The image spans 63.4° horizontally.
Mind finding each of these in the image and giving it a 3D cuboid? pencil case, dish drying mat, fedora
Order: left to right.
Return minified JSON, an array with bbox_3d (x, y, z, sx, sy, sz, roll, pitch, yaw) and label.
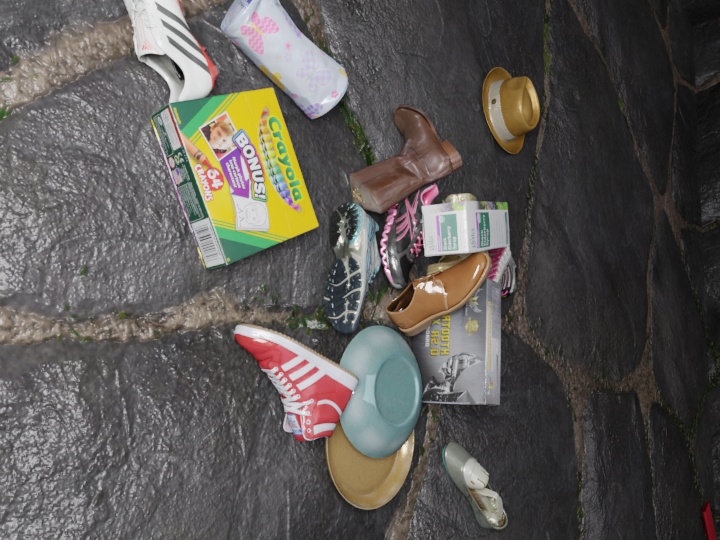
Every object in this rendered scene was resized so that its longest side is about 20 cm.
[{"bbox_3d":[-0.106,-0.315,0.844,0.199,0.083,0.092,41,78,-35],"label":"pencil case"},{"bbox_3d":[0.356,-0.375,1.336,0.198,0.081,0.205,11,75,-45],"label":"fedora"},{"bbox_3d":[1.261,0.945,2.101,0.076,0.018,0.204,-20,97,-47],"label":"dish drying mat"}]

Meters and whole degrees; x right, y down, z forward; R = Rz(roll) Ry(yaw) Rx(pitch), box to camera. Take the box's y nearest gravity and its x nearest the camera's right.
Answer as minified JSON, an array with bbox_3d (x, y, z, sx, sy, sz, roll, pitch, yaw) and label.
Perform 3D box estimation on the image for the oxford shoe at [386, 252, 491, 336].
[{"bbox_3d":[0.126,0.031,0.958,0.071,0.199,0.072,41,21,-28],"label":"oxford shoe"}]

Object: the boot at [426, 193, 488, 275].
[{"bbox_3d":[0.178,-0.065,1.105,0.198,0.072,0.159,-12,92,-48],"label":"boot"}]

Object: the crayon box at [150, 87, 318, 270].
[{"bbox_3d":[-0.159,-0.126,0.774,0.171,0.058,0.204,-28,103,-45],"label":"crayon box"}]

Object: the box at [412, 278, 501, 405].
[{"bbox_3d":[0.161,0.125,0.994,0.048,0.157,0.205,16,72,-42],"label":"box"}]

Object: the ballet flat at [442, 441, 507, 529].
[{"bbox_3d":[0.219,0.396,1.075,0.067,0.063,0.202,-45,115,-40],"label":"ballet flat"}]

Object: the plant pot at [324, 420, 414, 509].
[{"bbox_3d":[0.012,0.262,0.910,0.198,0.027,0.205,11,74,-45],"label":"plant pot"}]

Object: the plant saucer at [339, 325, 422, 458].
[{"bbox_3d":[0.045,0.187,0.910,0.199,0.038,0.206,10,76,-46],"label":"plant saucer"}]

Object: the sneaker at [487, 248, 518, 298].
[{"bbox_3d":[0.276,0.033,1.189,0.088,0.073,0.201,53,45,-17],"label":"sneaker"}]

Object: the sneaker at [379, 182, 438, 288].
[{"bbox_3d":[0.090,-0.068,0.990,0.079,0.093,0.204,41,54,-63],"label":"sneaker"}]

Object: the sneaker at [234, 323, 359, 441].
[{"bbox_3d":[-0.098,0.157,0.782,0.198,0.071,0.114,32,71,-26],"label":"sneaker"}]

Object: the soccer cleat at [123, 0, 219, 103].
[{"bbox_3d":[-0.249,-0.298,0.706,0.086,0.068,0.202,-53,124,-42],"label":"soccer cleat"}]

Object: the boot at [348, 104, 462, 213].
[{"bbox_3d":[0.046,-0.191,0.994,0.198,0.187,0.065,-30,145,-17],"label":"boot"}]

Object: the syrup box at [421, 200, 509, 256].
[{"bbox_3d":[0.180,-0.071,0.972,0.199,0.080,0.081,-9,95,-58],"label":"syrup box"}]

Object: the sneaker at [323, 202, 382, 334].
[{"bbox_3d":[0.000,0.000,0.908,0.086,0.077,0.205,21,69,-45],"label":"sneaker"}]
